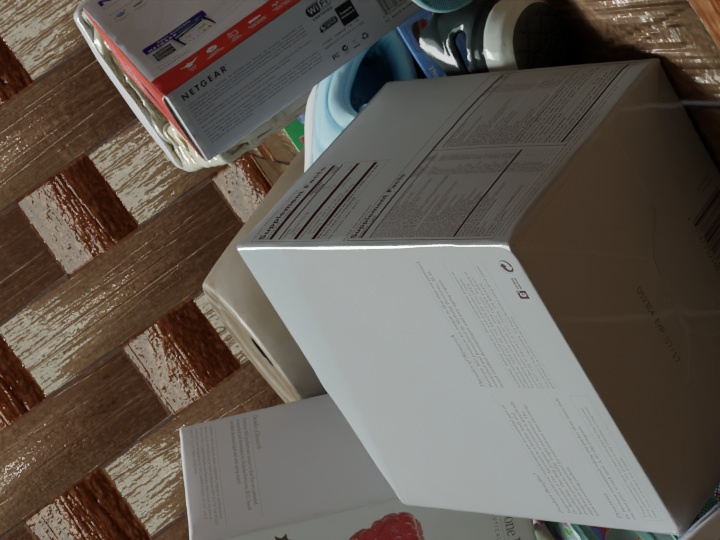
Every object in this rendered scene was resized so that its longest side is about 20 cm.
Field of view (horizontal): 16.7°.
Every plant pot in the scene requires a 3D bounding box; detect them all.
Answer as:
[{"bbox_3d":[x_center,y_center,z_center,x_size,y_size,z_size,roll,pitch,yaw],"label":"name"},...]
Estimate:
[{"bbox_3d":[0.000,0.000,1.566,0.200,0.173,0.200,51,171,11],"label":"plant pot"}]

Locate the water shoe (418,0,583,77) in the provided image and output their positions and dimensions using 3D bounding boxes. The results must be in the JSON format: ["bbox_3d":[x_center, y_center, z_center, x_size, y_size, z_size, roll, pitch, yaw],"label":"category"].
[{"bbox_3d":[0.092,-0.074,1.363,0.079,0.072,0.201,13,138,34],"label":"water shoe"}]

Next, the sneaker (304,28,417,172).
[{"bbox_3d":[0.004,-0.052,1.379,0.082,0.074,0.201,118,150,-54],"label":"sneaker"}]

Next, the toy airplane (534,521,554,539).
[{"bbox_3d":[0.122,0.130,1.756,0.200,0.199,0.141,43,130,2],"label":"toy airplane"}]

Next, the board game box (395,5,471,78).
[{"bbox_3d":[0.077,-0.096,1.463,0.200,0.036,0.151,56,-171,-21],"label":"board game box"}]

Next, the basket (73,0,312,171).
[{"bbox_3d":[-0.063,-0.170,1.581,0.136,0.200,0.123,55,168,-13],"label":"basket"}]

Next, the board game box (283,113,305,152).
[{"bbox_3d":[0.002,-0.104,1.822,0.135,0.029,0.200,57,-158,-17],"label":"board game box"}]

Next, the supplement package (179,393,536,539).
[{"bbox_3d":[0.002,0.153,1.492,0.120,0.199,0.122,-103,0,-57],"label":"supplement package"}]

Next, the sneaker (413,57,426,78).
[{"bbox_3d":[0.038,-0.127,1.666,0.200,0.075,0.116,37,160,39],"label":"sneaker"}]

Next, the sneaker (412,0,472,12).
[{"bbox_3d":[0.002,-0.232,1.236,0.131,0.079,0.201,42,157,59],"label":"sneaker"}]

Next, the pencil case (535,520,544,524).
[{"bbox_3d":[0.086,0.080,1.653,0.200,0.087,0.088,44,170,32],"label":"pencil case"}]

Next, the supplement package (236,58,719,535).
[{"bbox_3d":[0.085,0.013,1.266,0.199,0.147,0.192,0,131,47],"label":"supplement package"}]

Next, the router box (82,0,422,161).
[{"bbox_3d":[-0.047,-0.164,1.409,0.049,0.200,0.179,57,174,-30],"label":"router box"}]

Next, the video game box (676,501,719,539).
[{"bbox_3d":[0.197,0.143,1.284,0.047,0.182,0.200,51,174,10],"label":"video game box"}]

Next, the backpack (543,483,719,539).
[{"bbox_3d":[0.180,0.119,1.496,0.201,0.153,0.176,62,180,4],"label":"backpack"}]
